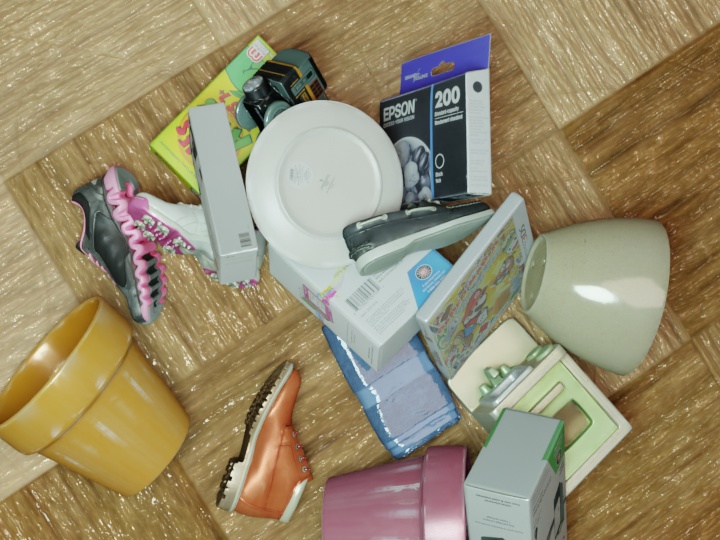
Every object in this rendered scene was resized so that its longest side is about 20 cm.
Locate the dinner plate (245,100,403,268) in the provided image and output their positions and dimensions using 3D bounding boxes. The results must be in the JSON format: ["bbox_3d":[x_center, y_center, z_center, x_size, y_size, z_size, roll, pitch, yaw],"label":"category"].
[{"bbox_3d":[-0.039,-0.104,1.563,0.197,0.024,0.203,0,88,-16],"label":"dinner plate"}]

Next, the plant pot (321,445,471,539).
[{"bbox_3d":[0.049,0.317,1.600,0.176,0.200,0.203,-3,85,7],"label":"plant pot"}]

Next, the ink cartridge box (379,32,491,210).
[{"bbox_3d":[0.091,-0.184,1.640,0.043,0.197,0.203,4,84,-32],"label":"ink cartridge box"}]

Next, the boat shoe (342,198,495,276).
[{"bbox_3d":[0.071,-0.056,1.562,0.198,0.076,0.061,-18,71,-30],"label":"boat shoe"}]

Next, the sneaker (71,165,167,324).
[{"bbox_3d":[-0.308,-0.025,1.637,0.094,0.079,0.202,-17,87,13],"label":"sneaker"}]

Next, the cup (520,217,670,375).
[{"bbox_3d":[0.284,0.019,1.643,0.141,0.200,0.203,12,84,-9],"label":"cup"}]

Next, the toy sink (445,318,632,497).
[{"bbox_3d":[0.226,0.171,1.668,0.130,0.112,0.200,-42,92,-10],"label":"toy sink"}]

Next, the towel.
[{"bbox_3d":[0.039,0.132,1.677,0.111,0.049,0.202,-29,91,-10],"label":"towel"}]

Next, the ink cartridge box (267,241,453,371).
[{"bbox_3d":[0.000,0.000,1.624,0.200,0.085,0.144,42,69,17],"label":"ink cartridge box"}]

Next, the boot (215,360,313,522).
[{"bbox_3d":[-0.100,0.218,1.641,0.106,0.075,0.202,20,91,-9],"label":"boot"}]

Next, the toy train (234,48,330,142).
[{"bbox_3d":[-0.075,-0.180,1.633,0.114,0.085,0.201,-49,132,-19],"label":"toy train"}]

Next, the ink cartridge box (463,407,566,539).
[{"bbox_3d":[0.190,0.292,1.563,0.083,0.146,0.202,9,127,23],"label":"ink cartridge box"}]

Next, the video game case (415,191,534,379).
[{"bbox_3d":[0.152,0.023,1.637,0.023,0.182,0.201,33,75,27],"label":"video game case"}]

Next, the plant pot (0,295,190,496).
[{"bbox_3d":[-0.310,0.166,1.562,0.183,0.200,0.201,43,80,-19],"label":"plant pot"}]

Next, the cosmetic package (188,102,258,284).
[{"bbox_3d":[-0.167,-0.093,1.568,0.050,0.083,0.202,-11,67,-9],"label":"cosmetic package"}]

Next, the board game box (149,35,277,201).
[{"bbox_3d":[-0.166,-0.193,1.674,0.102,0.048,0.200,44,81,-3],"label":"board game box"}]

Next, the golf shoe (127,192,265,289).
[{"bbox_3d":[-0.200,-0.055,1.630,0.199,0.075,0.092,33,67,-32],"label":"golf shoe"}]
